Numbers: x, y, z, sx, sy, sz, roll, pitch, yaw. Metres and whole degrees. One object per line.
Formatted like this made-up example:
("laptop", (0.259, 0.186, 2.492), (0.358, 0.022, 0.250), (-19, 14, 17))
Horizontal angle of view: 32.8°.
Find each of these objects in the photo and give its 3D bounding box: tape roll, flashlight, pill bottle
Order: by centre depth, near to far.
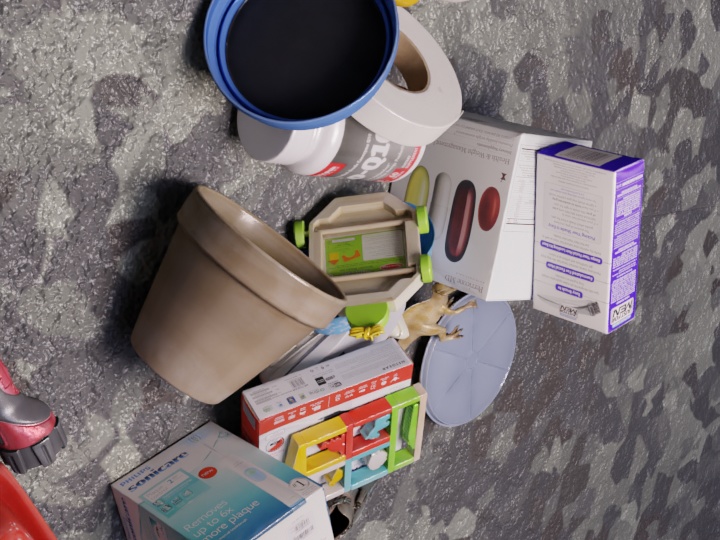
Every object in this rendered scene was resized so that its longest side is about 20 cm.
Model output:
("flashlight", (-0.344, 0.098, 1.170), (0.068, 0.068, 0.200), (-14, 118, 0))
("tape roll", (0.026, -0.226, 1.341), (0.203, 0.203, 0.037), (2, 147, -46))
("pill bottle", (-0.030, -0.159, 1.351), (0.200, 0.114, 0.114), (0, 105, -46))

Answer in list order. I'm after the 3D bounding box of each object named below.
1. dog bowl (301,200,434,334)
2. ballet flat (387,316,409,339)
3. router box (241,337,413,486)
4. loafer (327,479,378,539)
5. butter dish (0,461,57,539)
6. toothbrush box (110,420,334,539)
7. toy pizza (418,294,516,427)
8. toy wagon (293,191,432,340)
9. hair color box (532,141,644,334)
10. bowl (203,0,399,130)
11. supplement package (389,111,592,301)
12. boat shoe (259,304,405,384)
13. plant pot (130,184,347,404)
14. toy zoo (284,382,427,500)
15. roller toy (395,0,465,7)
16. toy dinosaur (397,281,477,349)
("dog bowl", (0.000, 0.000, 1.440), (0.200, 0.111, 0.050), (-35, 144, -15))
("ballet flat", (0.019, 0.095, 1.531), (0.068, 0.072, 0.200), (13, 96, -56))
("router box", (-0.041, 0.184, 1.444), (0.200, 0.049, 0.180), (-19, 138, -23))
("loafer", (-0.039, 0.311, 1.492), (0.200, 0.063, 0.072), (-40, 128, -30))
("butter dish", (-0.361, 0.319, 1.175), (0.199, 0.148, 0.200), (-41, 131, -26))
("toothbrush box", (-0.150, 0.264, 1.332), (0.146, 0.200, 0.085), (-30, 125, -33))
("toy pizza", (0.145, 0.120, 1.704), (0.200, 0.032, 0.200), (-21, 120, -41))
("toy wagon", (0.003, -0.001, 1.383), (0.040, 0.155, 0.200), (74, 11, -55))
("hair color box", (0.262, -0.039, 1.418), (0.065, 0.109, 0.200), (-22, 121, -41))
("bowl", (-0.058, -0.236, 1.243), (0.201, 0.201, 0.039), (-61, 166, -9))
("supplement package", (0.150, -0.085, 1.508), (0.147, 0.191, 0.200), (-1, 106, -45))
("boat shoe", (-0.034, 0.083, 1.468), (0.200, 0.066, 0.072), (-43, 144, -13))
("plant pot", (-0.143, 0.037, 1.280), (0.174, 0.200, 0.200), (-51, 138, 7))
("toy zoo", (-0.015, 0.214, 1.437), (0.200, 0.020, 0.131), (-20, 139, -22))
("roller toy", (0.083, -0.393, 1.355), (0.200, 0.140, 0.183), (-19, 118, -39))
("toy dinosaur", (0.085, 0.065, 1.586), (0.101, 0.058, 0.200), (-3, 140, -37))
